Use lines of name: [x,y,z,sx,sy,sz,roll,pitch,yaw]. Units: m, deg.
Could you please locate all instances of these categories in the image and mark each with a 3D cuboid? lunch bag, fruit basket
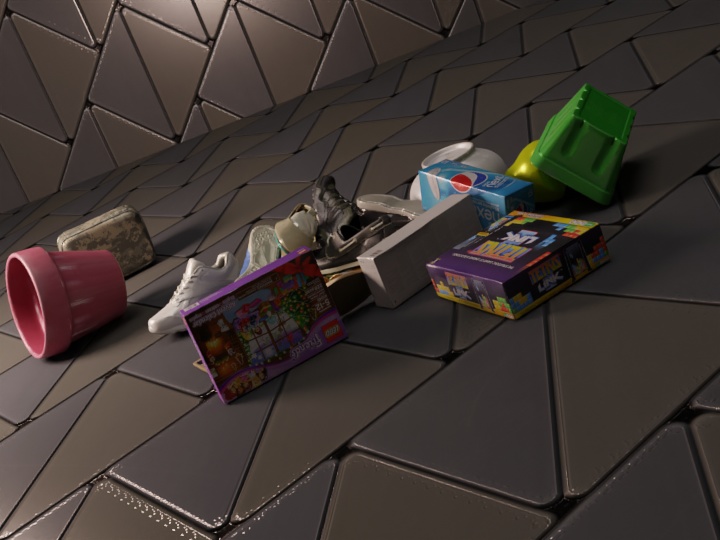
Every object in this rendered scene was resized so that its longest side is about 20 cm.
lunch bag: [-0.554,-0.054,2.394,0.198,0.141,0.167,-28,19,-16]
fruit basket: [0.317,-0.163,1.682,0.218,0.154,0.216,-60,-4,-7]

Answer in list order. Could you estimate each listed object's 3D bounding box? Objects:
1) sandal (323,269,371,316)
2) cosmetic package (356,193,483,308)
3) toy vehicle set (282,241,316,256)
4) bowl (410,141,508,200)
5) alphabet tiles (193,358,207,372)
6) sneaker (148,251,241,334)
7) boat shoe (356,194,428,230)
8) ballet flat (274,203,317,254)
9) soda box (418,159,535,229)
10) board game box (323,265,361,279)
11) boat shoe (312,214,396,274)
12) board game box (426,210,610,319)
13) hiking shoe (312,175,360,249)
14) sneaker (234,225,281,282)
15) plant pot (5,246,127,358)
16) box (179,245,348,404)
sandal: [-0.078,0.041,1.605,0.210,0.078,0.070,-33,52,-16]
cosmetic package: [0.092,-0.030,1.619,0.199,0.084,0.050,-33,18,-28]
toy vehicle set: [-0.078,-0.063,2.010,0.199,0.027,0.124,-32,20,-24]
bowl: [0.163,-0.157,1.873,0.198,0.091,0.202,-21,19,7]
alphabet tiles: [-0.155,0.101,1.680,0.198,0.006,0.166,-32,19,-23]
sneaker: [-0.286,0.034,1.877,0.199,0.101,0.077,-34,21,-29]
boat shoe: [0.079,-0.080,1.804,0.197,0.061,0.074,10,25,30]
ballet flat: [-0.098,-0.072,1.789,0.069,0.070,0.200,-22,12,4]
soda box: [0.176,-0.113,1.693,0.064,0.069,0.199,-24,29,-31]
board game box: [0.000,0.000,1.736,0.199,0.024,0.104,-33,18,-32]
boat shoe: [-0.020,-0.040,1.731,0.198,0.068,0.072,-14,18,42]
board game box: [0.205,-0.013,1.469,0.164,0.057,0.199,-29,19,-20]
hiking shoe: [-0.032,-0.091,1.925,0.099,0.076,0.202,-5,47,-1]
sneaker: [-0.167,0.034,1.778,0.075,0.112,0.202,7,47,-2]
plant pot: [-0.540,0.045,2.050,0.177,0.204,0.199,-16,11,-33]
box: [-0.131,0.073,1.512,0.198,0.139,0.039,-28,18,-14]
